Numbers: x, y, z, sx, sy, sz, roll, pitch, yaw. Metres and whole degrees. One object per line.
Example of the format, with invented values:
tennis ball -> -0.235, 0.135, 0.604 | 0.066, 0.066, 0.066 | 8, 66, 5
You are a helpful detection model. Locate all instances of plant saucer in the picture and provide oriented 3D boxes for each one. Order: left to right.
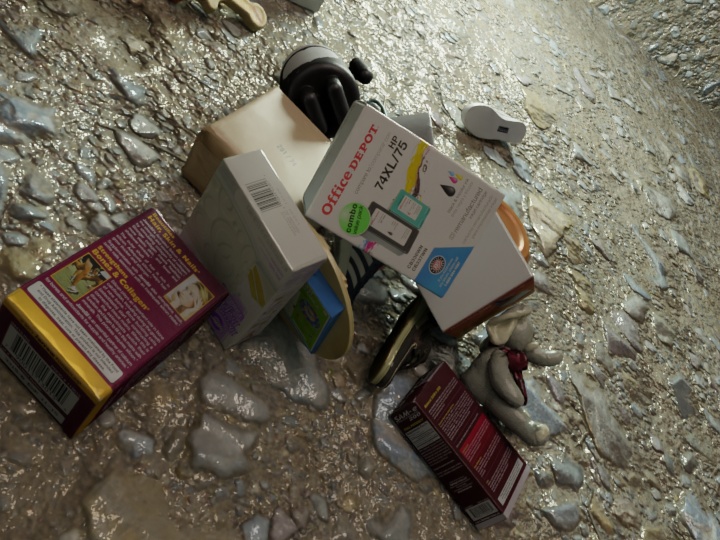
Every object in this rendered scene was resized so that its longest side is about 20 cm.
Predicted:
plant saucer -> 0.265, -0.080, 1.313 | 0.197, 0.037, 0.204 | 24, 47, -28

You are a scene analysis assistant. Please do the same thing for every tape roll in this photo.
tape roll -> 0.086, -0.137, 1.034 | 0.064, 0.202, 0.204 | -6, 53, 4

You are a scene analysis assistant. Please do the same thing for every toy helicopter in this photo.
toy helicopter -> -0.237, -0.489, 1.141 | 0.199, 0.078, 0.135 | 30, 59, -44

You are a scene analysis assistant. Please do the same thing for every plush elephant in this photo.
plush elephant -> 0.227, 0.138, 1.006 | 0.199, 0.156, 0.165 | 39, -2, 11

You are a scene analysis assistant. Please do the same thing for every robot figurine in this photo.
robot figurine -> -0.069, -0.292, 1.078 | 0.147, 0.127, 0.201 | 13, 28, -20

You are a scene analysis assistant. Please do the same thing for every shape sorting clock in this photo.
shape sorting clock -> -0.071, 0.015, 0.816 | 0.039, 0.200, 0.202 | -28, 79, -26

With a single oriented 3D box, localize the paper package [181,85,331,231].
paper package -> -0.119, -0.139, 0.961 | 0.200, 0.103, 0.191 | 44, 41, -4

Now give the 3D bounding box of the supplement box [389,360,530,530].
supplement box -> 0.141, 0.243, 0.936 | 0.201, 0.061, 0.109 | 52, 40, 2

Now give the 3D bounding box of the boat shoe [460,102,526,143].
boat shoe -> 0.294, -0.345, 1.529 | 0.196, 0.072, 0.070 | 4, 29, -35

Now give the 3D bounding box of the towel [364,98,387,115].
towel -> 0.034, -0.145, 1.075 | 0.047, 0.173, 0.204 | -6, 55, 5

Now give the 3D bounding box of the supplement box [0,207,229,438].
supplement box -> -0.256, 0.048, 0.695 | 0.131, 0.103, 0.200 | 47, 41, -1

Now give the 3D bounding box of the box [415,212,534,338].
box -> 0.174, 0.015, 1.009 | 0.108, 0.150, 0.200 | 61, 10, 14

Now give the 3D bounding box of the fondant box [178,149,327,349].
fondant box -> -0.137, -0.018, 0.775 | 0.058, 0.200, 0.146 | -24, 76, -42

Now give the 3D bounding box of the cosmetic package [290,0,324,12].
cosmetic package -> -0.109, -0.643, 1.351 | 0.080, 0.113, 0.204 | 11, 55, -35

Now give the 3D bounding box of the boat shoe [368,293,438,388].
boat shoe -> 0.074, 0.107, 0.972 | 0.066, 0.072, 0.201 | 40, 36, -2

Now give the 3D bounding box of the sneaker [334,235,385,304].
sneaker -> 0.000, 0.000, 0.942 | 0.083, 0.075, 0.205 | 15, 73, -13

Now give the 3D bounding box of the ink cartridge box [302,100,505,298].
ink cartridge box -> 0.045, -0.094, 0.832 | 0.197, 0.149, 0.146 | 29, 11, -13
